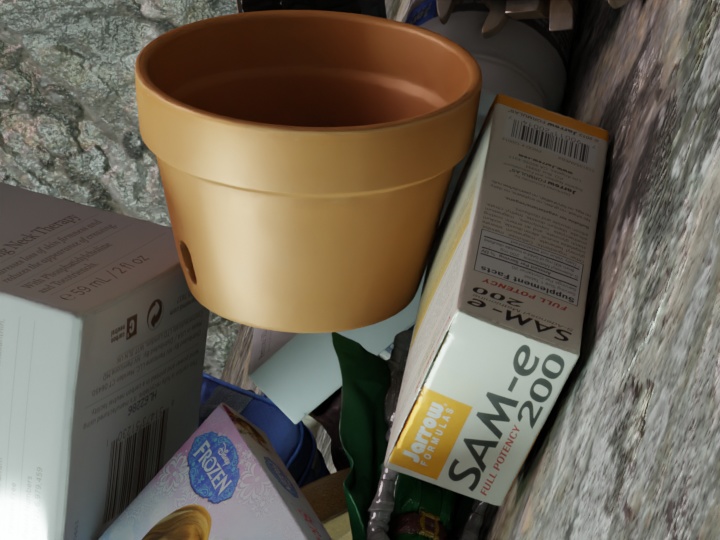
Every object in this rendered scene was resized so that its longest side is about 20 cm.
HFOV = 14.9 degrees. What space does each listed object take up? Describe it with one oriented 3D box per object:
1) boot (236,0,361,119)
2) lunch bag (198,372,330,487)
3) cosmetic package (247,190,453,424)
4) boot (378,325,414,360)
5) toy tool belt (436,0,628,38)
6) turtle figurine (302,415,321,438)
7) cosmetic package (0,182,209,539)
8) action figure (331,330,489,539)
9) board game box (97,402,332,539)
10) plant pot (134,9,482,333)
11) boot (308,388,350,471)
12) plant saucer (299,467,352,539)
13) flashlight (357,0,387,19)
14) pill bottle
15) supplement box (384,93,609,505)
[{"bbox_3d":[-0.040,-0.120,1.749,0.201,0.077,0.138,69,165,-7],"label":"boot"},{"bbox_3d":[-0.103,0.162,1.784,0.200,0.136,0.132,-58,-32,-21],"label":"lunch bag"},{"bbox_3d":[0.000,0.000,1.795,0.151,0.052,0.200,-43,15,15],"label":"cosmetic package"},{"bbox_3d":[0.047,0.037,1.863,0.090,0.073,0.200,-51,1,-6],"label":"boot"},{"bbox_3d":[0.089,-0.202,1.681,0.125,0.199,0.123,37,-128,-49],"label":"toy tool belt"},{"bbox_3d":[-0.050,0.177,1.907,0.144,0.200,0.194,0,62,47],"label":"turtle figurine"},{"bbox_3d":[-0.218,0.054,1.665,0.167,0.199,0.167,-33,-46,-60],"label":"cosmetic package"},{"bbox_3d":[0.034,0.131,1.562,0.055,0.118,0.200,-47,31,46],"label":"action figure"},{"bbox_3d":[-0.101,0.199,1.539,0.200,0.041,0.200,-48,32,5],"label":"board game box"},{"bbox_3d":[-0.032,-0.054,1.596,0.200,0.199,0.140,-86,-2,-67],"label":"plant pot"},{"bbox_3d":[0.025,0.116,1.819,0.075,0.097,0.200,-45,37,4],"label":"boot"},{"bbox_3d":[-0.037,0.171,1.663,0.035,0.200,0.200,58,151,19],"label":"plant saucer"},{"bbox_3d":[-0.012,-0.153,1.792,0.200,0.068,0.068,80,167,-49],"label":"flashlight"},{"bbox_3d":[0.084,-0.152,1.798,0.114,0.113,0.200,115,171,-47],"label":"pill bottle"},{"bbox_3d":[0.078,0.014,1.536,0.200,0.073,0.126,-76,7,-49],"label":"supplement box"}]
